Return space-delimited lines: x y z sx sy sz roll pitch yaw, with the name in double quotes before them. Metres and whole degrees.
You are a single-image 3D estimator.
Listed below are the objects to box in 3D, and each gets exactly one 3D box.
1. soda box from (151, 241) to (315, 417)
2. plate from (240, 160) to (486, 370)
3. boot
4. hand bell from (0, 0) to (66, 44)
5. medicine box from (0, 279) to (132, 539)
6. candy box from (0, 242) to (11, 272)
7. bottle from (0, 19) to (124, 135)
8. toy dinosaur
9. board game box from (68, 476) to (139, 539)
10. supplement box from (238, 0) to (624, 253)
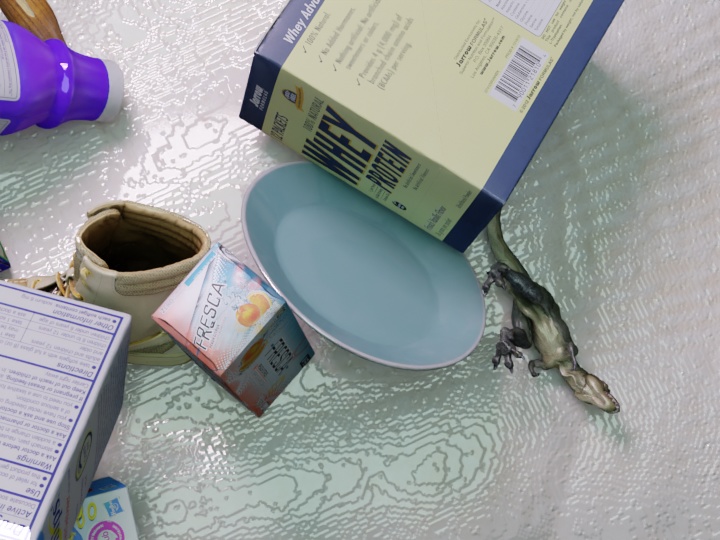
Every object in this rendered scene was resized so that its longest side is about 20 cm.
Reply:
"soda box" -0.084 0.045 1.148 0.064 0.200 0.068 40 82 11
"plate" 0.000 0.000 1.195 0.200 0.200 0.026 35 125 0
"boot" -0.204 0.011 1.163 0.200 0.156 0.073 4 62 -6
"hand bell" -0.286 -0.241 1.237 0.104 0.104 0.200 -37 100 -7
"medicine box" -0.266 0.106 1.079 0.182 0.103 0.200 15 48 2
"candy box" -0.374 -0.061 1.203 0.169 0.077 0.200 -24 87 -6
"bottle" -0.265 -0.138 1.181 0.200 0.065 0.084 2 62 -41
"toy dinosaur" 0.123 0.027 1.235 0.047 0.088 0.200 -29 83 32
"board game box" -0.238 0.263 1.129 0.196 0.056 0.200 -13 94 -22
"supplement box" 0.050 -0.159 1.202 0.200 0.134 0.200 31 73 0
